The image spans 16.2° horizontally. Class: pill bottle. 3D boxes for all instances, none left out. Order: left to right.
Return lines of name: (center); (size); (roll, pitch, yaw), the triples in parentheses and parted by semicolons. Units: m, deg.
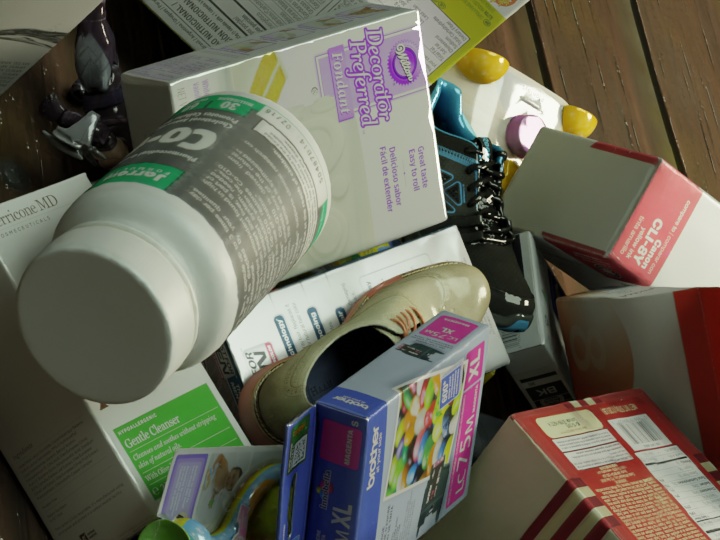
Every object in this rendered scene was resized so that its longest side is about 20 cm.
pill bottle: (-0.103, -0.013, 1.409); (0.113, 0.113, 0.200); (50, 34, -7)

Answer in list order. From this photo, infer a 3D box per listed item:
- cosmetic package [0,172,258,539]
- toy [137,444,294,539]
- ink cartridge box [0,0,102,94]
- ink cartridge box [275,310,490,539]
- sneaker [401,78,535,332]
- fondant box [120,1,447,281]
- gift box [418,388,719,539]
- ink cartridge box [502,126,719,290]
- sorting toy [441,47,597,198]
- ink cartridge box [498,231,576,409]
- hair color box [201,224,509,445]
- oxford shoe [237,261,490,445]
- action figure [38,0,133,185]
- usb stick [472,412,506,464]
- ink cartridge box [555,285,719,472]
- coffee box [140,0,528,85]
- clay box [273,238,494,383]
cosmetic package: (-0.163, 0.057, 1.455); (0.108, 0.085, 0.200); (-28, 85, -53)
toy: (-0.055, 0.161, 1.447); (0.200, 0.047, 0.115); (8, 99, -59)
ink cartridge box: (-0.222, -0.208, 1.506); (0.083, 0.200, 0.147); (-1, 62, -47)
ink cartridge box: (0.013, 0.110, 1.460); (0.042, 0.120, 0.200); (17, 24, 25)
sneaker: (0.067, -0.046, 1.719); (0.073, 0.082, 0.200); (10, 41, -50)
fondant box: (-0.045, -0.076, 1.593); (0.200, 0.058, 0.145); (-21, 111, -36)
gift box: (0.134, 0.191, 1.622); (0.184, 0.187, 0.200); (-1, 43, -49)
ink cartridge box: (0.217, -0.011, 1.818); (0.200, 0.145, 0.084); (33, 82, -33)
sorting toy: (0.088, -0.051, 1.867); (0.200, 0.107, 0.180); (27, 62, -35)
ink cartridge box: (0.142, 0.066, 1.819); (0.200, 0.039, 0.100); (54, 25, -50)
hair color box: (-0.010, 0.049, 1.604); (0.200, 0.060, 0.100); (-20, 87, -36)
oxford shoe: (0.019, 0.050, 1.540); (0.200, 0.074, 0.071); (-36, 97, -35)
action figure: (-0.166, -0.123, 1.591); (0.130, 0.069, 0.200); (-93, 175, -79)
usb stick: (0.042, 0.106, 1.708); (0.200, 0.033, 0.056); (20, 42, -40)
ink cartridge box: (0.205, 0.093, 1.675); (0.050, 0.200, 0.163); (-13, 94, -19)
coffee box: (-0.023, -0.228, 1.734); (0.200, 0.198, 0.200); (42, 20, -19)
clay box: (0.000, 0.000, 1.717); (0.200, 0.048, 0.115); (29, 36, -23)
